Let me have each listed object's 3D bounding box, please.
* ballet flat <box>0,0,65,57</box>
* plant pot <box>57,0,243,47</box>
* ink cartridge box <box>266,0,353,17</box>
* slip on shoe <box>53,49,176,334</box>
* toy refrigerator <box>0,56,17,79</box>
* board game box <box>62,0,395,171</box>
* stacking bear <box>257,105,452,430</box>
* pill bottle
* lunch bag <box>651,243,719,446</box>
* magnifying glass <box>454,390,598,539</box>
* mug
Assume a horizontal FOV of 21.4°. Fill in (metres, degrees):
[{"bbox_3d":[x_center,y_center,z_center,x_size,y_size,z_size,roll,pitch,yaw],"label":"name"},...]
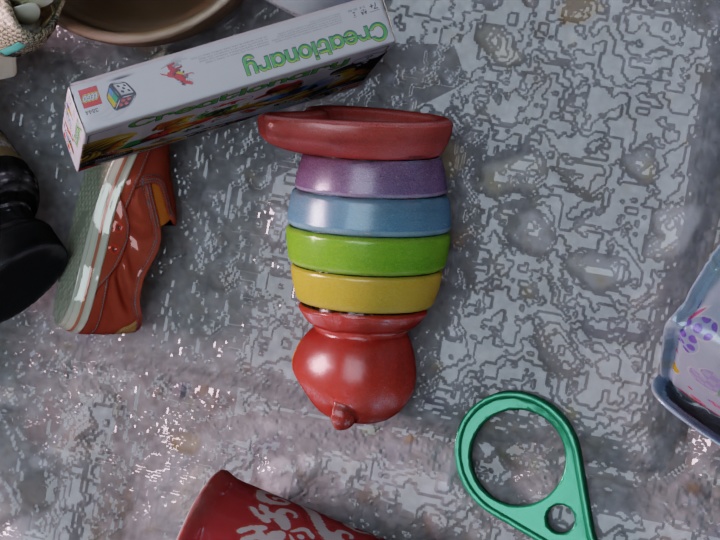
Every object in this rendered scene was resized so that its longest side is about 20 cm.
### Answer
[{"bbox_3d":[-0.180,-0.225,1.173,0.075,0.068,0.200,2,72,55],"label":"ballet flat"},{"bbox_3d":[-0.136,-0.244,1.262,0.200,0.093,0.201,0,89,15],"label":"plant pot"},{"bbox_3d":[-0.019,-0.237,1.177,0.047,0.200,0.160,27,96,11],"label":"ink cartridge box"},{"bbox_3d":[-0.152,-0.051,1.283,0.061,0.074,0.200,16,85,-23],"label":"slip on shoe"},{"bbox_3d":[-0.282,-0.224,1.262,0.070,0.076,0.200,-12,62,-13],"label":"toy refrigerator"},{"bbox_3d":[-0.086,-0.116,1.193,0.200,0.126,0.035,-18,86,-12],"label":"board game box"},{"bbox_3d":[0.000,0.000,1.221,0.114,0.121,0.200,6,100,21],"label":"stacking bear"},{"bbox_3d":[-0.286,-0.062,1.275,0.112,0.112,0.200,-43,73,10],"label":"pill bottle"},{"bbox_3d":[0.265,0.063,1.101,0.169,0.200,0.127,33,81,13],"label":"lunch bag"},{"bbox_3d":[0.134,0.166,1.226,0.080,0.022,0.200,-36,79,10],"label":"magnifying glass"},{"bbox_3d":[-0.024,0.241,1.212,0.200,0.133,0.178,17,93,9],"label":"mug"}]
